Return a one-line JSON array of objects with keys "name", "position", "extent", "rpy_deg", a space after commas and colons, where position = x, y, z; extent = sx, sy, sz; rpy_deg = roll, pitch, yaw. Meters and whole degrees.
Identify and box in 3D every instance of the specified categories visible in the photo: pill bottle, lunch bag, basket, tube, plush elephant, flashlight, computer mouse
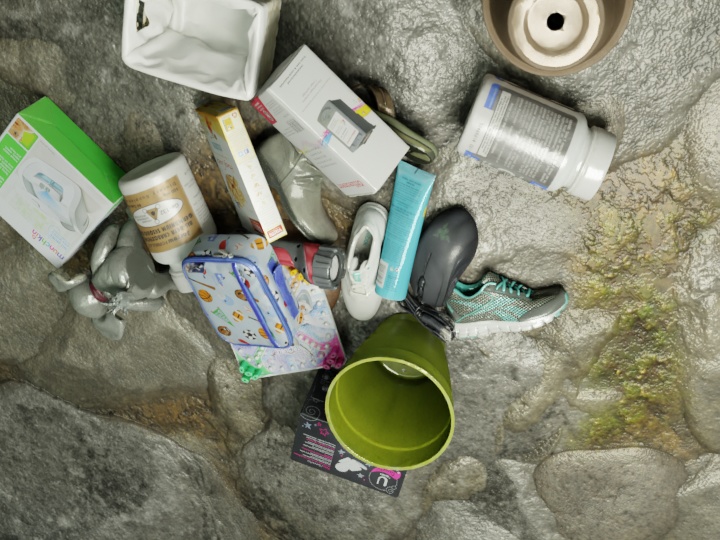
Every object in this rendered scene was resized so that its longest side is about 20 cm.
[{"name": "pill bottle", "position": [-0.293, -0.074, 1.340], "extent": [0.112, 0.115, 0.203], "rpy_deg": [-14, 113, 20]}, {"name": "lunch bag", "position": [-0.176, 0.031, 1.284], "extent": [0.157, 0.076, 0.202], "rpy_deg": [4, 135, 30]}, {"name": "basket", "position": [-0.217, -0.341, 1.178], "extent": [0.196, 0.124, 0.138], "rpy_deg": [16, 119, 4]}, {"name": "tube", "position": [0.064, -0.057, 1.273], "extent": [0.077, 0.050, 0.204], "rpy_deg": [25, 113, 36]}, {"name": "plush elephant", "position": [-0.411, 0.019, 1.382], "extent": [0.152, 0.202, 0.167], "rpy_deg": [-15, 120, 25]}, {"name": "pill bottle", "position": [0.240, -0.179, 1.150], "extent": [0.196, 0.114, 0.115], "rpy_deg": [23, 120, 2]}, {"name": "flashlight", "position": [-0.121, -0.016, 1.300], "extent": [0.196, 0.068, 0.070], "rpy_deg": [8, 112, 23]}, {"name": "computer mouse", "position": [0.115, 0.000, 1.283], "extent": [0.138, 0.052, 0.203], "rpy_deg": [39, 120, 34]}]

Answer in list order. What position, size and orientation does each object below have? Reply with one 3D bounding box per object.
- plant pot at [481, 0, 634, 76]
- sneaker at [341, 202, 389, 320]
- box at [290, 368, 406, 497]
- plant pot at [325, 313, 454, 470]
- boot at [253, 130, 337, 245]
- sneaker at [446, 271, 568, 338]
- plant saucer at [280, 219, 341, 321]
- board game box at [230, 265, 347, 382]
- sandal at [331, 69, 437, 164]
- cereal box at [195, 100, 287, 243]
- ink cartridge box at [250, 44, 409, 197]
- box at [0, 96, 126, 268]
[{"name": "plant pot", "position": [0.244, -0.324, 1.041], "extent": [0.195, 0.175, 0.204], "rpy_deg": [6, 119, 10]}, {"name": "sneaker", "position": [0.000, 0.000, 1.318], "extent": [0.073, 0.089, 0.204], "rpy_deg": [9, 119, 8]}, {"name": "box", "position": [-0.004, 0.274, 1.436], "extent": [0.196, 0.133, 0.117], "rpy_deg": [19, 124, 4]}, {"name": "plant pot", "position": [0.063, 0.172, 1.330], "extent": [0.196, 0.194, 0.205], "rpy_deg": [6, 118, 11]}, {"name": "boot", "position": [-0.067, -0.142, 1.278], "extent": [0.129, 0.068, 0.201], "rpy_deg": [-32, 105, 21]}, {"name": "sneaker", "position": [0.219, 0.044, 1.296], "extent": [0.196, 0.078, 0.093], "rpy_deg": [-12, 110, 18]}, {"name": "plant saucer", "position": [-0.130, 0.015, 1.390], "extent": [0.196, 0.037, 0.205], "rpy_deg": [6, 117, 11]}, {"name": "board game box", "position": [-0.142, 0.088, 1.395], "extent": [0.196, 0.026, 0.204], "rpy_deg": [-10, 113, 19]}, {"name": "sandal", "position": [0.032, -0.227, 1.212], "extent": [0.199, 0.080, 0.058], "rpy_deg": [34, 84, -1]}, {"name": "cereal box", "position": [-0.181, -0.149, 1.262], "extent": [0.039, 0.143, 0.203], "rpy_deg": [-26, 112, -16]}, {"name": "ink cartridge box", "position": [-0.046, -0.202, 1.163], "extent": [0.199, 0.147, 0.086], "rpy_deg": [41, 81, -16]}, {"name": "box", "position": [-0.502, -0.142, 1.370], "extent": [0.176, 0.097, 0.200], "rpy_deg": [-39, 103, 25]}]
